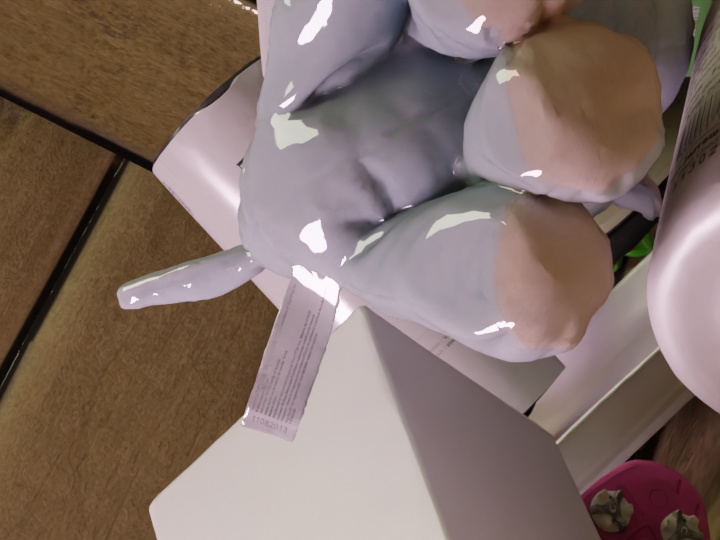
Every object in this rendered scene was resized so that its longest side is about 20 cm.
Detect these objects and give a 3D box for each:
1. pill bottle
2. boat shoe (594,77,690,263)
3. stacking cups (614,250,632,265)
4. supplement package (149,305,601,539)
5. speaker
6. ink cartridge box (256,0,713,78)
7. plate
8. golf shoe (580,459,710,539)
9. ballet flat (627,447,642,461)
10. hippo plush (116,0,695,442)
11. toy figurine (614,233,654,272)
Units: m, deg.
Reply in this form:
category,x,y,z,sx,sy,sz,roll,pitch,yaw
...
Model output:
category,x,y,z,sx,sy,sz,roll,pitch,yaw
pill bottle,0.163,-0.049,0.661,0.115,0.114,0.201,-60,7,44
boat shoe,0.146,-0.054,0.958,0.073,0.064,0.202,-4,32,38
stacking cups,0.136,-0.039,1.038,0.201,0.060,0.061,-55,0,-28
supplement package,0.022,0.133,0.675,0.117,0.117,0.201,-43,38,19
speaker,0.000,0.000,0.914,0.081,0.200,0.081,-43,-3,-3
ink cartridge box,0.052,-0.157,0.853,0.146,0.198,0.088,90,-179,-54
plate,0.117,0.044,0.897,0.200,0.032,0.200,-47,2,19
golf shoe,0.075,0.168,0.771,0.092,0.075,0.201,119,177,-69
ballet flat,0.089,0.148,0.942,0.201,0.046,0.067,-61,4,-21
hippo plush,0.052,-0.039,0.658,0.160,0.159,0.201,-9,-50,-48
toy figurine,0.132,-0.110,1.199,0.200,0.149,0.186,5,70,62
